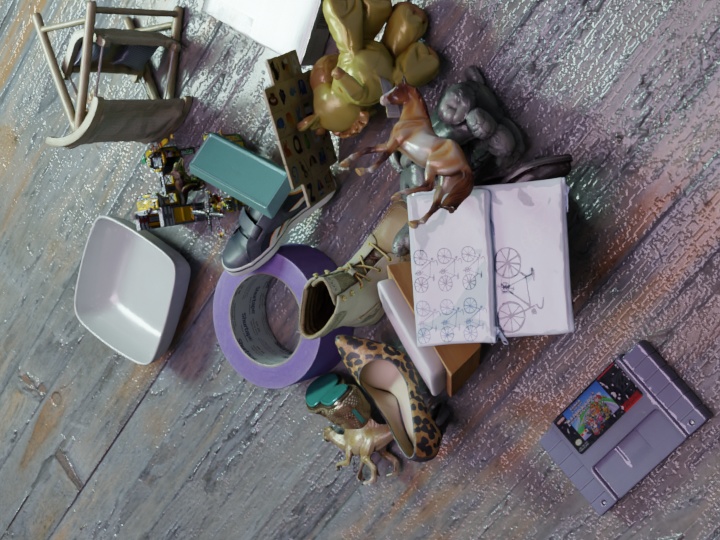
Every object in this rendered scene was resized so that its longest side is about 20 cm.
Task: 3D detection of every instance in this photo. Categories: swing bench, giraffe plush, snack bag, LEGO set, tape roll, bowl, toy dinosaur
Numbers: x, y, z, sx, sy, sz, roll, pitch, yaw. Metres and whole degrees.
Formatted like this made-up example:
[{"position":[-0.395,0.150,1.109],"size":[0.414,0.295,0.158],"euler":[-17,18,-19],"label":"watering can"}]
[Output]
[{"position":[-0.361,-0.287,1.858],"size":[0.129,0.198,0.202],"euler":[-3,96,35],"label":"swing bench"},{"position":[-0.005,-0.250,1.645],"size":[0.162,0.171,0.202],"euler":[-39,42,52],"label":"giraffe plush"},{"position":[0.153,-0.007,1.470],"size":[0.198,0.021,0.191],"euler":[-3,88,22],"label":"snack bag"},{"position":[-0.265,-0.130,1.864],"size":[0.198,0.115,0.155],"euler":[3,99,34],"label":"LEGO set"},{"position":[-0.112,0.065,1.810],"size":[0.199,0.085,0.202],"euler":[7,101,35],"label":"tape roll"},{"position":[-0.353,0.027,1.978],"size":[0.199,0.074,0.201],"euler":[30,113,27],"label":"bowl"},{"position":[0.016,0.245,1.764],"size":[0.199,0.058,0.102],"euler":[-16,87,35],"label":"toy dinosaur"}]

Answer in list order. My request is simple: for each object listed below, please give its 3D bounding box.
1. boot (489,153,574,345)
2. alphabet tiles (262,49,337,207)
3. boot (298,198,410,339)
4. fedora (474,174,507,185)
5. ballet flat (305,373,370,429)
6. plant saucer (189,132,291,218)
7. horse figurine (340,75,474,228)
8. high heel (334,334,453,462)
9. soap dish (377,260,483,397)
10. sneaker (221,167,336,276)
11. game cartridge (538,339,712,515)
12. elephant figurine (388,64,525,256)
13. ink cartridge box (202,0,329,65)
[{"position":[0.204,-0.025,1.498],"size":[0.199,0.069,0.175],"euler":[-34,79,16],"label":"boot"},{"position":[-0.079,-0.192,1.682],"size":[0.006,0.166,0.202],"euler":[-10,104,23],"label":"alphabet tiles"},{"position":[0.000,0.000,1.677],"size":[0.072,0.154,0.201],"euler":[37,116,24],"label":"boot"},{"position":[0.165,-0.027,1.597],"size":[0.200,0.090,0.178],"euler":[-37,76,33],"label":"fedora"},{"position":[-0.030,0.189,1.739],"size":[0.070,0.200,0.065],"euler":[-42,99,-5],"label":"ballet flat"},{"position":[-0.168,-0.138,1.743],"size":[0.199,0.019,0.070],"euler":[30,84,43],"label":"plant saucer"},{"position":[0.069,-0.132,1.487],"size":[0.200,0.132,0.050],"euler":[42,163,32],"label":"horse figurine"},{"position":[0.032,0.166,1.656],"size":[0.199,0.143,0.072],"euler":[38,115,2],"label":"high heel"},{"position":[0.092,0.074,1.612],"size":[0.081,0.200,0.158],"euler":[-29,76,-3],"label":"soap dish"},{"position":[-0.129,-0.084,1.747],"size":[0.200,0.079,0.078],"euler":[-45,46,-4],"label":"sneaker"},{"position":[0.324,0.196,1.558],"size":[0.130,0.038,0.200],"euler":[47,120,15],"label":"game cartridge"},{"position":[0.097,-0.139,1.592],"size":[0.142,0.155,0.200],"euler":[50,116,8],"label":"elephant figurine"},{"position":[-0.128,-0.379,1.773],"size":[0.199,0.050,0.110],"euler":[32,115,28],"label":"ink cartridge box"}]
